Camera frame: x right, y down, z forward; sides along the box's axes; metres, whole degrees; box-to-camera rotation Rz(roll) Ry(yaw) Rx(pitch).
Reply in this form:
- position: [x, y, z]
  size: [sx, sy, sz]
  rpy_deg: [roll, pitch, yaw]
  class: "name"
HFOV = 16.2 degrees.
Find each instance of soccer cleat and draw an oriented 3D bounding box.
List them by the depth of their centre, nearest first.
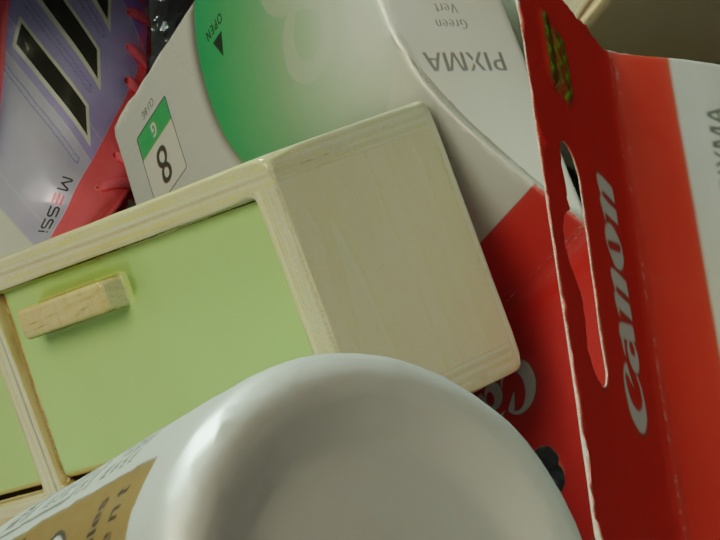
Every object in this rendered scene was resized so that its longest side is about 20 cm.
- position: [-0.094, -0.038, 0.840]
  size: [0.076, 0.067, 0.200]
  rpy_deg: [8, 68, 22]
  class: "soccer cleat"

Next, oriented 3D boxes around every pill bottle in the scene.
- position: [-0.043, 0.101, 0.610]
  size: [0.200, 0.114, 0.114]
  rpy_deg: [-32, 51, 52]
  class: "pill bottle"

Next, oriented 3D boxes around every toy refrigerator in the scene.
- position: [-0.060, 0.022, 0.692]
  size: [0.200, 0.070, 0.076]
  rpy_deg: [-17, 94, 45]
  class: "toy refrigerator"

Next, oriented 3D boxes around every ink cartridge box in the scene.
- position: [0.103, 0.018, 0.633]
  size: [0.050, 0.200, 0.162]
  rpy_deg: [-16, 62, 19]
  class: "ink cartridge box"
- position: [0.000, 0.000, 0.710]
  size: [0.161, 0.050, 0.200]
  rpy_deg: [-50, 50, 50]
  class: "ink cartridge box"

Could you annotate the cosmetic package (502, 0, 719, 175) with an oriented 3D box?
- position: [0.110, -0.119, 0.749]
  size: [0.200, 0.104, 0.073]
  rpy_deg: [-51, 51, 6]
  class: "cosmetic package"
